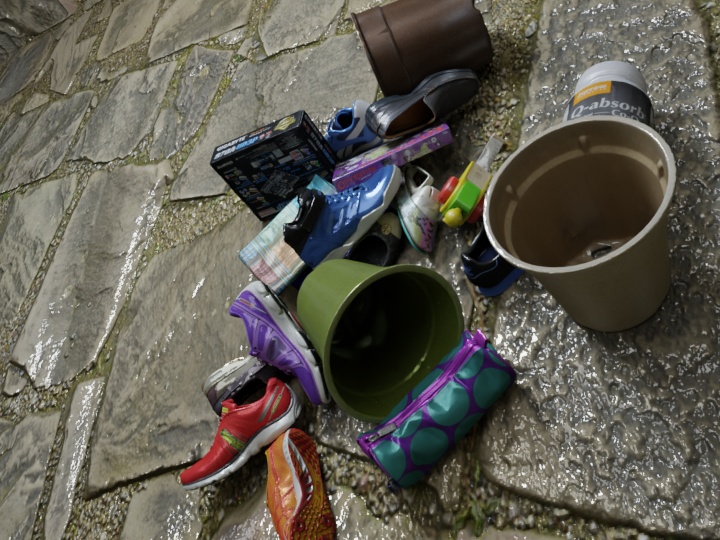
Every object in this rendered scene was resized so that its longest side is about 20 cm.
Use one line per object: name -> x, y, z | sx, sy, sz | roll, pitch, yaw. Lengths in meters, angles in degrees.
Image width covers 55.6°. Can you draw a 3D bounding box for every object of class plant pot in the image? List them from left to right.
plant pot -> 0.004, 0.066, 0.902 | 0.201, 0.200, 0.189 | -48, 31, -6
plant pot -> 0.110, -0.385, 1.165 | 0.195, 0.201, 0.202 | -23, 46, 10
plant pot -> 0.263, -0.034, 0.765 | 0.198, 0.184, 0.203 | -20, 48, 23

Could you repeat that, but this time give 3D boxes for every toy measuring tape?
toy measuring tape -> 0.163, -0.127, 1.014 | 0.073, 0.074, 0.201 | -3, 40, 35

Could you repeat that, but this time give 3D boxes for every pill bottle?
pill bottle -> 0.314, -0.171, 0.878 | 0.115, 0.117, 0.202 | -7, 45, 32

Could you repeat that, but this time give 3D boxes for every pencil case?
pencil case -> 0.089, 0.164, 0.809 | 0.200, 0.093, 0.085 | -45, 42, -2

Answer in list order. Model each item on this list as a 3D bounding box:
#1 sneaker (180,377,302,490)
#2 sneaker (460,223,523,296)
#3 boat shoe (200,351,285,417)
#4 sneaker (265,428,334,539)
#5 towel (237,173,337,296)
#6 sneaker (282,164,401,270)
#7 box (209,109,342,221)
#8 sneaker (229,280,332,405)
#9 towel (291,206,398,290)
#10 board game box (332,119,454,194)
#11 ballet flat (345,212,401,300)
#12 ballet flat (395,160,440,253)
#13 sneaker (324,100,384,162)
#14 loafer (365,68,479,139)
sneaker -> -0.175, 0.225, 0.956 | 0.199, 0.085, 0.077 | -38, -1, -5
sneaker -> 0.213, -0.059, 0.900 | 0.200, 0.078, 0.070 | -48, 43, -4
boat shoe -> -0.141, 0.148, 1.019 | 0.198, 0.072, 0.065 | -30, 67, -3
sneaker -> -0.082, 0.301, 0.863 | 0.077, 0.072, 0.202 | -46, 33, 28
towel -> -0.102, -0.062, 1.112 | 0.200, 0.022, 0.146 | -45, 43, -4
sneaker -> -0.034, -0.101, 1.018 | 0.201, 0.111, 0.077 | -49, 17, 5
box -> -0.141, -0.179, 1.204 | 0.197, 0.159, 0.047 | -17, 45, 26
sneaker -> -0.111, 0.112, 0.964 | 0.083, 0.081, 0.201 | -40, 76, 2
towel -> -0.040, -0.048, 1.106 | 0.201, 0.050, 0.147 | -51, 42, -7
board game box -> 0.050, -0.187, 1.103 | 0.197, 0.033, 0.120 | -23, 22, 7
ballet flat -> 0.000, 0.000, 1.020 | 0.066, 0.057, 0.201 | 34, 85, 4
ballet flat -> 0.086, -0.113, 1.046 | 0.071, 0.069, 0.202 | -40, 38, 21
sneaker -> -0.031, -0.239, 1.207 | 0.199, 0.082, 0.075 | -27, 45, 46
loafer -> 0.108, -0.260, 1.101 | 0.197, 0.073, 0.073 | -26, 41, -2
